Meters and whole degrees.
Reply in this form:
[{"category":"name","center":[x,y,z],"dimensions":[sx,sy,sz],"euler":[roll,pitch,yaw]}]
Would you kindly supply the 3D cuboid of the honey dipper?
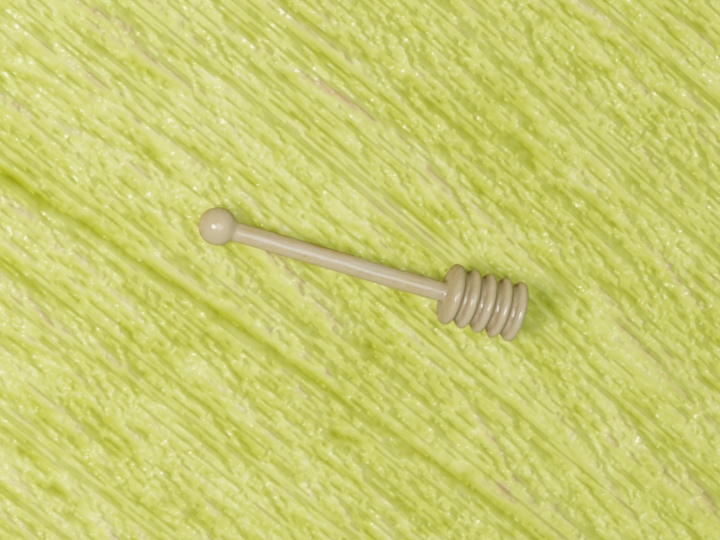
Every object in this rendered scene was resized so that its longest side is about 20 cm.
[{"category":"honey dipper","center":[0.000,0.000,1.551],"dimensions":[0.200,0.038,0.038],"euler":[15,89,-12]}]
